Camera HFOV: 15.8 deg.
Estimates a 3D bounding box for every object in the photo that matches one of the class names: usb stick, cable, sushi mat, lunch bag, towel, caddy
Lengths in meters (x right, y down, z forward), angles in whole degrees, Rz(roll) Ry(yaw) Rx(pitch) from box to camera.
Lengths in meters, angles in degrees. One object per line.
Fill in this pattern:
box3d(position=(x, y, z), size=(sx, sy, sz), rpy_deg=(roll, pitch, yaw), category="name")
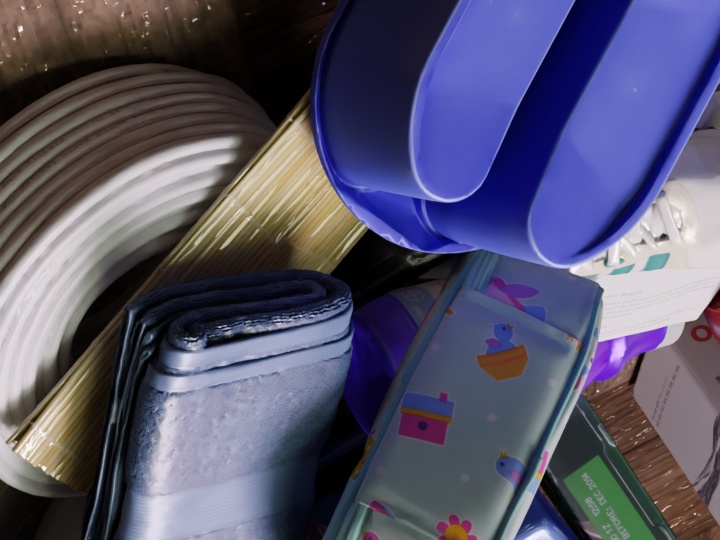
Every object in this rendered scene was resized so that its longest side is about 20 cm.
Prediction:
box3d(position=(0.000, 0.000, 1.222), size=(0.055, 0.033, 0.200), rpy_deg=(-27, 178, -26), category="usb stick")
box3d(position=(-0.107, 0.007, 1.120), size=(0.200, 0.069, 0.200), rpy_deg=(-52, 148, 9), category="cable")
box3d(position=(-0.062, 0.015, 1.105), size=(0.200, 0.012, 0.096), rpy_deg=(-49, 148, 2), category="sushi mat")
box3d(position=(0.034, 0.096, 1.166), size=(0.200, 0.077, 0.160), rpy_deg=(-63, 178, -23), category="lunch bag")
box3d(position=(-0.067, 0.094, 1.109), size=(0.112, 0.049, 0.200), rpy_deg=(-10, 124, -37), category="towel")
box3d(position=(0.066, -0.097, 1.067), size=(0.141, 0.105, 0.200), rpy_deg=(29, 90, -32), category="caddy")

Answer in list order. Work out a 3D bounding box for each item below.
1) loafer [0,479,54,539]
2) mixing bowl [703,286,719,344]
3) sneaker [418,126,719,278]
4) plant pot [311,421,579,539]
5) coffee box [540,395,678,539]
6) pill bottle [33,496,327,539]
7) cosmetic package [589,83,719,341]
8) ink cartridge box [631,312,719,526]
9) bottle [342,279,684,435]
box3d(position=(-0.195, 0.088, 1.218), size=(0.072, 0.063, 0.200), rpy_deg=(-54, 151, -23), category="loafer")
box3d(position=(0.250, -0.011, 1.395), size=(0.108, 0.200, 0.200), rpy_deg=(14, 136, -17), category="mixing bowl")
box3d(position=(0.112, -0.017, 1.216), size=(0.093, 0.200, 0.070), rpy_deg=(-42, 124, -44), category="sneaker")
box3d(position=(0.036, 0.192, 1.457), size=(0.200, 0.180, 0.200), rpy_deg=(-33, 127, 4), category="plant pot")
box3d(position=(0.138, 0.134, 1.499), size=(0.044, 0.123, 0.200), rpy_deg=(-33, 177, -1), category="coffee box")
box3d(position=(-0.056, 0.166, 1.253), size=(0.200, 0.112, 0.112), rpy_deg=(34, 116, -29), category="pill bottle")
box3d(position=(0.157, -0.054, 1.314), size=(0.113, 0.081, 0.200), rpy_deg=(-10, 146, -36), category="cosmetic package")
box3d(position=(0.280, 0.103, 1.576), size=(0.145, 0.200, 0.084), rpy_deg=(-21, 149, -20), category="ink cartridge box")
box3d(position=(0.084, 0.038, 1.390), size=(0.200, 0.084, 0.065), rpy_deg=(-12, 147, -31), category="bottle")
